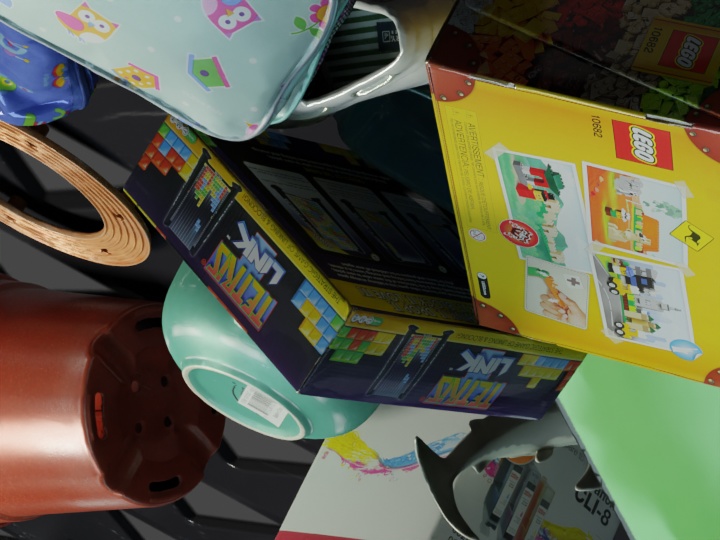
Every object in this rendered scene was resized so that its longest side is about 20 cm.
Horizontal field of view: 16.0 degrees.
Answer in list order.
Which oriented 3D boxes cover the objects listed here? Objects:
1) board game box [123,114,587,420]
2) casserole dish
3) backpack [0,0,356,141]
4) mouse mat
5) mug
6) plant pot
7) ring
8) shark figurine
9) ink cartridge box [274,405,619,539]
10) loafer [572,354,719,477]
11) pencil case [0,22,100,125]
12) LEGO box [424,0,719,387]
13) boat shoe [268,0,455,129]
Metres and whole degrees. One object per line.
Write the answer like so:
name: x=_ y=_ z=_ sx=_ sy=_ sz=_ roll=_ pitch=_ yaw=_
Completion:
board game box: x=0.000 y=0.000 z=1.314 sx=0.200 sy=0.057 sz=0.165 roll=10 pitch=-149 yaw=-49
casserole dish: x=0.078 y=-0.056 z=1.326 sx=0.200 sy=0.039 sz=0.121 roll=29 pitch=160 yaw=-3
backpack: x=-0.057 y=-0.165 z=1.029 sx=0.176 sy=0.153 sz=0.200 roll=30 pitch=126 yaw=-10
mouse mat: x=0.193 y=0.074 z=1.360 sx=0.200 sy=0.008 sz=0.161 roll=-19 pitch=105 yaw=42
mug: x=-0.055 y=0.027 z=1.591 sx=0.152 sy=0.114 sz=0.185 roll=10 pitch=153 yaw=42
plant pot: x=-0.218 y=0.097 z=1.893 sx=0.195 sy=0.201 sz=0.201 roll=-2 pitch=145 yaw=40
ring: x=-0.227 y=-0.065 z=1.736 sx=0.200 sy=0.019 sz=0.200 roll=25 pitch=161 yaw=9
shark figurine: x=0.115 y=0.078 z=1.516 sx=0.128 sy=0.214 sz=0.090 roll=-131 pitch=34 yaw=-60
ink cartridge box: x=0.060 y=0.157 z=1.635 sx=0.145 sy=0.200 sz=0.145 roll=0 pitch=147 yaw=48
loafer: x=0.182 y=0.053 z=1.407 sx=0.200 sy=0.068 sz=0.076 roll=41 pitch=132 yaw=9
pencil case: x=-0.179 y=-0.145 z=1.387 sx=0.087 sy=0.078 sz=0.200 roll=49 pitch=164 yaw=11
LEGO box: x=0.123 y=-0.043 z=1.178 sx=0.149 sy=0.077 sz=0.200 roll=14 pitch=147 yaw=20
boat shoe: x=-0.024 y=-0.112 z=1.254 sx=0.067 sy=0.074 sz=0.200 roll=-12 pitch=179 yaw=-42
